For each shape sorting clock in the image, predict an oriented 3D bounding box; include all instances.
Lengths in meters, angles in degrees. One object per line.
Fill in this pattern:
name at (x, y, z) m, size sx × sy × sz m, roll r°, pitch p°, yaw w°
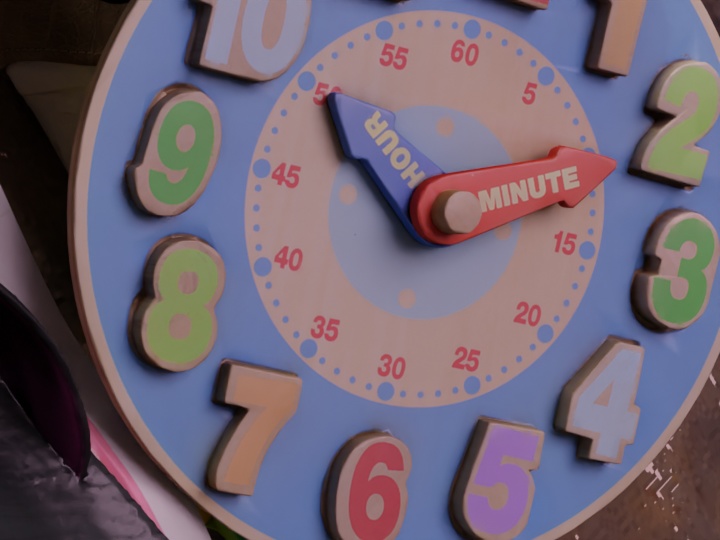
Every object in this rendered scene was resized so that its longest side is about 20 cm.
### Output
shape sorting clock at (0.019, -0.016, 0.733) m, size 0.199 × 0.039 × 0.201 m, roll -1°, pitch 92°, yaw -23°

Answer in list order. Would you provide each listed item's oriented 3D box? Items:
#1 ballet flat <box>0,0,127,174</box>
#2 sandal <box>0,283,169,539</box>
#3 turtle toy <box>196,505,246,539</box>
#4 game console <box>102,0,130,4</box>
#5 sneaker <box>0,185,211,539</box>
ballet flat at (-0.054, -0.052, 0.851) m, size 0.199 × 0.068 × 0.073 m, roll 17°, pitch 77°, yaw -44°
sandal at (-0.094, 0.033, 0.656) m, size 0.201 × 0.048 × 0.075 m, roll 48°, pitch 44°, yaw -8°
turtle toy at (0.000, 0.000, 0.803) m, size 0.145 × 0.101 × 0.201 m, roll -3°, pitch 96°, yaw -46°
game console at (-0.101, -0.171, 0.674) m, size 0.200 × 0.172 × 0.119 m, roll 40°, pitch 26°, yaw -3°
sneaker at (-0.117, 0.050, 0.719) m, size 0.104 × 0.075 × 0.201 m, roll -35°, pitch 100°, yaw -37°
